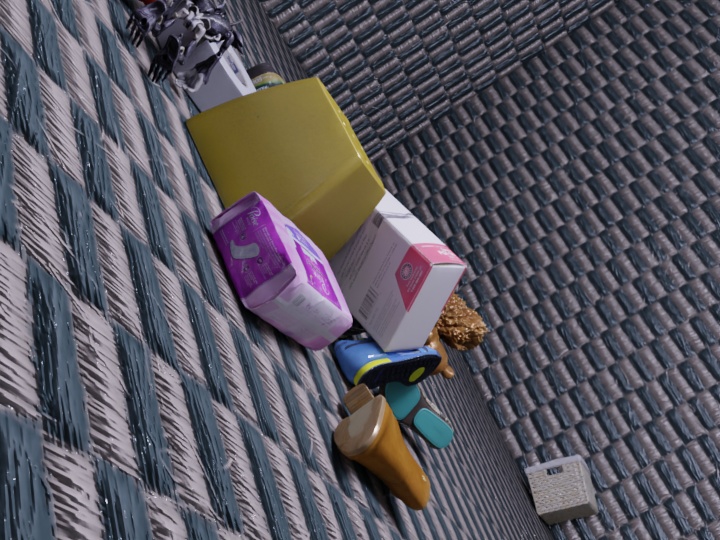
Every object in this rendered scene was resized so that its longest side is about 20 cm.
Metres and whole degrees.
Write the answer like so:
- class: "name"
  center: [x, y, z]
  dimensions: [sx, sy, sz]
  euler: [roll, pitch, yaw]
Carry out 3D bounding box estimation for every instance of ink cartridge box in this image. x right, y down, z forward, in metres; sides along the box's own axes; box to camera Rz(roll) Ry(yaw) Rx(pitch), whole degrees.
- class: "ink cartridge box"
  center: [0.033, -0.009, 1.200]
  dimensions: [0.082, 0.148, 0.200]
  euler: [1, 36, -44]

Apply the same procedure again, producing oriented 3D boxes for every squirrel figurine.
- class: "squirrel figurine"
  center: [0.117, 0.108, 1.471]
  dimensions: [0.144, 0.197, 0.187]
  euler: [64, -7, -17]

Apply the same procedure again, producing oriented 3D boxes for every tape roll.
- class: "tape roll"
  center: [-0.220, -0.298, 1.260]
  dimensions: [0.203, 0.065, 0.201]
  euler: [59, 6, -11]

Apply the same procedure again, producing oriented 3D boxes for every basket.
- class: "basket"
  center: [0.674, 0.735, 2.858]
  dimensions: [0.200, 0.194, 0.164]
  euler: [47, 30, -55]

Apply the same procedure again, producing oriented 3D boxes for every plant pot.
- class: "plant pot"
  center: [-0.080, -0.128, 1.122]
  dimensions: [0.203, 0.174, 0.200]
  euler: [62, 8, 20]

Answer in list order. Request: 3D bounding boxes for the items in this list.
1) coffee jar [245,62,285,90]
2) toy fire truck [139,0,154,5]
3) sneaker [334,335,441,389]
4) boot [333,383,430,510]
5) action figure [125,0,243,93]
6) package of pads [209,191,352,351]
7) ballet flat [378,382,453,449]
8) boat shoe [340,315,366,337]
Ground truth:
- class: "coffee jar"
  center: [-0.147, -0.239, 1.392]
  dimensions: [0.203, 0.103, 0.085]
  euler: [63, 5, 28]
- class: "toy fire truck"
  center: [-0.290, -0.427, 1.127]
  dimensions: [0.178, 0.127, 0.200]
  euler: [61, -4, 16]
- class: "sneaker"
  center: [0.041, 0.119, 1.216]
  dimensions: [0.198, 0.067, 0.079]
  euler: [3, 38, -50]
- class: "boot"
  center: [0.035, 0.214, 0.976]
  dimensions: [0.146, 0.070, 0.201]
  euler: [56, 2, -6]
- class: "action figure"
  center: [-0.225, -0.299, 1.091]
  dimensions: [0.120, 0.101, 0.200]
  euler: [53, 26, -6]
- class: "package of pads"
  center: [-0.083, 0.008, 0.964]
  dimensions: [0.122, 0.075, 0.200]
  euler: [61, 7, 24]
- class: "ballet flat"
  center: [0.073, 0.208, 1.334]
  dimensions: [0.200, 0.068, 0.075]
  euler: [48, -8, -36]
- class: "boat shoe"
  center: [0.003, 0.059, 1.290]
  dimensions: [0.199, 0.064, 0.075]
  euler: [0, 75, -68]
